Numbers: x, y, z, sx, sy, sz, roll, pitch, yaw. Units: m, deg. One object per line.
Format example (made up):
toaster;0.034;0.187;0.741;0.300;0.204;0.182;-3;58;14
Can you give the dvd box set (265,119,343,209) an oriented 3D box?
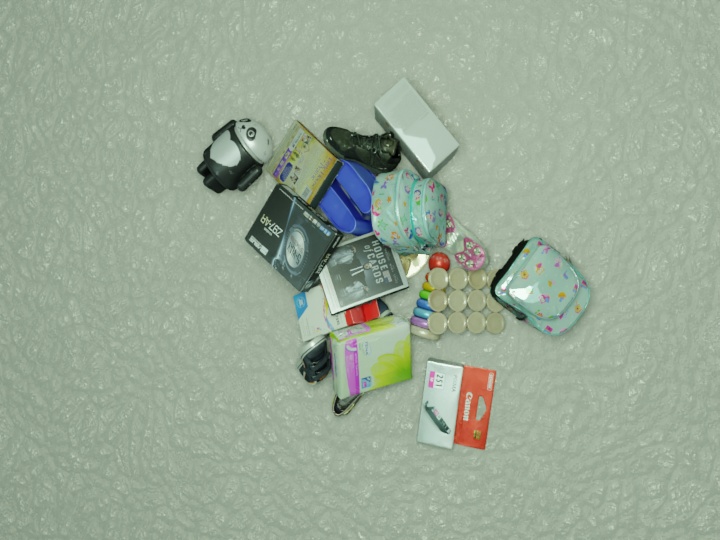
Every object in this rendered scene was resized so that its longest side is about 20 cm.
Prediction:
dvd box set;-0.138;-0.251;1.564;0.200;0.029;0.148;46;108;36

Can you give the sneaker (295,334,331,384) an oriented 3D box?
sneaker;-0.104;0.218;1.564;0.078;0.201;0.080;-34;77;-21

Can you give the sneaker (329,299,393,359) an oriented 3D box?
sneaker;-0.011;0.145;1.608;0.199;0.070;0.083;-42;69;7

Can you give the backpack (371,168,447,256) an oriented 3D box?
backpack;0.109;-0.133;1.466;0.147;0.198;0.184;-5;74;36

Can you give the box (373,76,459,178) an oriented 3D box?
box;0.128;-0.324;1.512;0.097;0.124;0.201;-39;87;1

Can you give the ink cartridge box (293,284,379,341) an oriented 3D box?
ink cartridge box;-0.059;0.087;1.566;0.196;0.067;0.120;-23;76;29

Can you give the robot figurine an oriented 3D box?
robot figurine;-0.308;-0.281;1.598;0.198;0.125;0.151;-37;105;10

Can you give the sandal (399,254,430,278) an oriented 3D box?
sandal;0.081;-0.004;1.573;0.208;0.070;0.079;-30;88;10

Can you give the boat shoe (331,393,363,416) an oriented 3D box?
boat shoe;-0.008;0.272;1.610;0.071;0.059;0.203;34;99;6

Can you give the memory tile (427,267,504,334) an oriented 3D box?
memory tile;0.250;0.071;1.533;0.193;0.017;0.159;1;88;-12

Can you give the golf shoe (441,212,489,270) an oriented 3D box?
golf shoe;0.230;-0.073;1.545;0.076;0.091;0.201;-49;62;20

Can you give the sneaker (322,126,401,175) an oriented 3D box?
sneaker;0.014;-0.289;1.480;0.195;0.113;0.078;24;60;-25

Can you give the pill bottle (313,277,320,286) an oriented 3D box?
pill bottle;-0.142;-0.068;1.586;0.113;0.114;0.203;-35;86;10

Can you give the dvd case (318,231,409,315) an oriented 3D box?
dvd case;0.000;0.000;1.516;0.194;0.025;0.154;-19;80;-7

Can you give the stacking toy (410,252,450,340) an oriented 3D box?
stacking toy;0.175;0.058;1.560;0.083;0.085;0.206;15;90;9

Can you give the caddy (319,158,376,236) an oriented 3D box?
caddy;-0.019;-0.176;1.562;0.142;0.104;0.202;-46;70;23

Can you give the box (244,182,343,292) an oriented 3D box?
box;-0.156;-0.076;1.500;0.199;0.043;0.162;41;105;19

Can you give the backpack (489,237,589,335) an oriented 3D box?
backpack;0.418;0.044;1.475;0.198;0.153;0.177;38;88;-4

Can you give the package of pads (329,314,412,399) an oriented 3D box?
package of pads;0.026;0.197;1.531;0.194;0.068;0.159;-12;113;-22

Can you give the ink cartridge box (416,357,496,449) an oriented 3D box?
ink cartridge box;0.232;0.330;1.579;0.168;0.043;0.207;8;95;11
